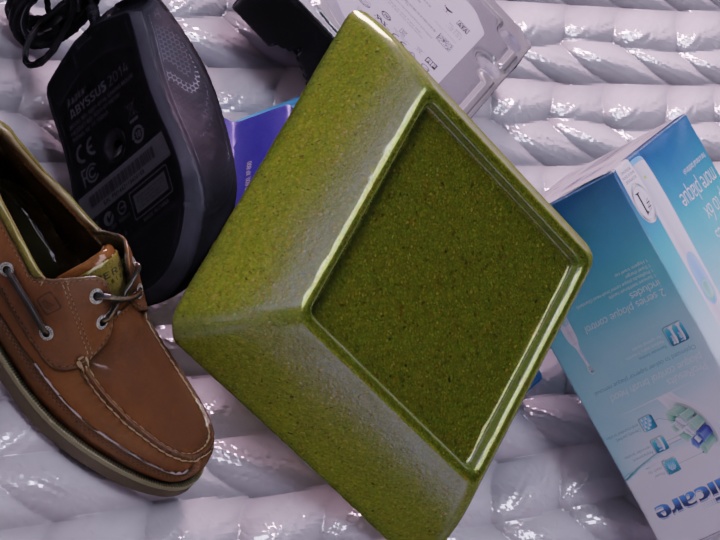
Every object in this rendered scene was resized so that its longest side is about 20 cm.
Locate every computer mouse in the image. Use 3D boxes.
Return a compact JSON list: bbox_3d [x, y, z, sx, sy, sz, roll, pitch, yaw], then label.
[{"bbox_3d":[-0.100,-0.077,1.363,0.053,0.138,0.200,7,61,-45],"label":"computer mouse"}]

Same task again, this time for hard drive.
[{"bbox_3d":[0.018,-0.139,1.605,0.140,0.038,0.200,47,28,-3],"label":"hard drive"}]

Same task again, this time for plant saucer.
[{"bbox_3d":[0.028,0.008,1.365,0.200,0.048,0.200,45,62,-31],"label":"plant saucer"}]

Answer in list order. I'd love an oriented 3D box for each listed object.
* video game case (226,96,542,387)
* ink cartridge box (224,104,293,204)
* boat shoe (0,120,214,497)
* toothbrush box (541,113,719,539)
[{"bbox_3d":[0.000,0.000,1.482,0.200,0.018,0.143,53,35,7],"label":"video game case"},{"bbox_3d":[-0.006,-0.020,1.451,0.200,0.037,0.095,29,38,-23],"label":"ink cartridge box"},{"bbox_3d":[-0.132,0.016,1.274,0.200,0.068,0.072,46,33,-6],"label":"boat shoe"},{"bbox_3d":[0.172,0.032,1.541,0.200,0.085,0.146,62,26,-2],"label":"toothbrush box"}]
